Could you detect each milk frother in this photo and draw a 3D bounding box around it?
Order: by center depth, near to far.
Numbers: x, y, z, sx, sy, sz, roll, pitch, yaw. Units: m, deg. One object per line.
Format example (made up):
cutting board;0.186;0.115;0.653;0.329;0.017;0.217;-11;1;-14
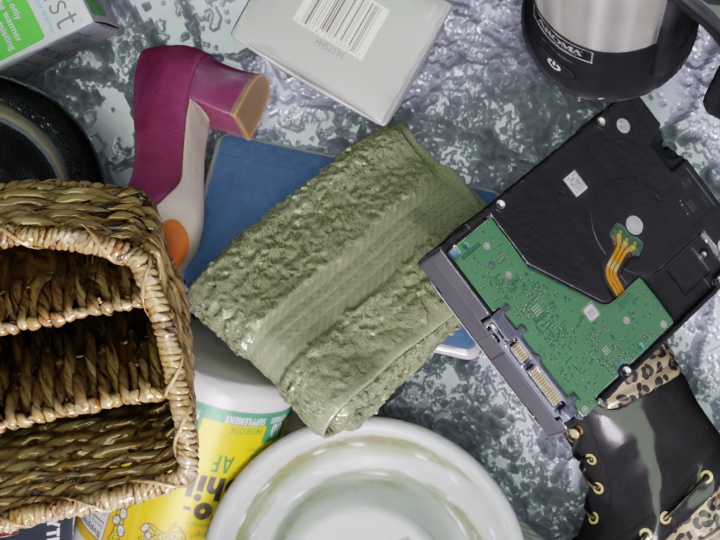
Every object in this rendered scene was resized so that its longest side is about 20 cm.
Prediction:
milk frother;0.200;-0.212;0.998;0.180;0.188;0.201;25;80;10

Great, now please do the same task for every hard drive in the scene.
hard drive;0.147;-0.008;1.048;0.200;0.038;0.140;-39;92;-31

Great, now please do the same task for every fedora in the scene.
fedora;-0.245;-0.017;1.010;0.199;0.092;0.202;-4;116;-7

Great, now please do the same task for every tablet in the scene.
tablet;-0.010;-0.017;1.079;0.199;0.014;0.131;12;59;0

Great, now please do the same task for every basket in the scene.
basket;-0.196;0.045;0.909;0.199;0.149;0.143;-11;126;1

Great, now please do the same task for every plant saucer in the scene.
plant saucer;0.002;0.191;1.006;0.199;0.050;0.201;1;68;-2

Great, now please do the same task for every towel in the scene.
towel;0.000;0.000;1.042;0.148;0.037;0.200;41;63;17

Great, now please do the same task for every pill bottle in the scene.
pill bottle;-0.120;0.142;1.065;0.112;0.113;0.201;19;105;-1

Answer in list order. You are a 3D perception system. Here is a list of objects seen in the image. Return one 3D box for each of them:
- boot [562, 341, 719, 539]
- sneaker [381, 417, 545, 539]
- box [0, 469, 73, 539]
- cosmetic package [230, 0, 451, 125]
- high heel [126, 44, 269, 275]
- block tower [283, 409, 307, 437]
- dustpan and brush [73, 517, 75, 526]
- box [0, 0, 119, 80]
boot;0.157;0.145;1.095;0.199;0.073;0.151;-29;89;11
sneaker;0.059;0.180;1.072;0.200;0.074;0.082;44;110;31
box;-0.265;0.190;1.050;0.158;0.046;0.201;-5;121;-24
cosmetic package;-0.008;-0.148;1.009;0.106;0.200;0.090;30;93;0
high heel;-0.142;-0.060;1.050;0.096;0.067;0.201;17;70;25
block tower;-0.029;0.110;1.101;0.054;0.058;0.201;12;96;0
dustpan and brush;-0.249;0.168;1.099;0.199;0.057;0.140;-9;123;-30
box;-0.279;-0.207;1.058;0.176;0.097;0.201;-25;94;5
